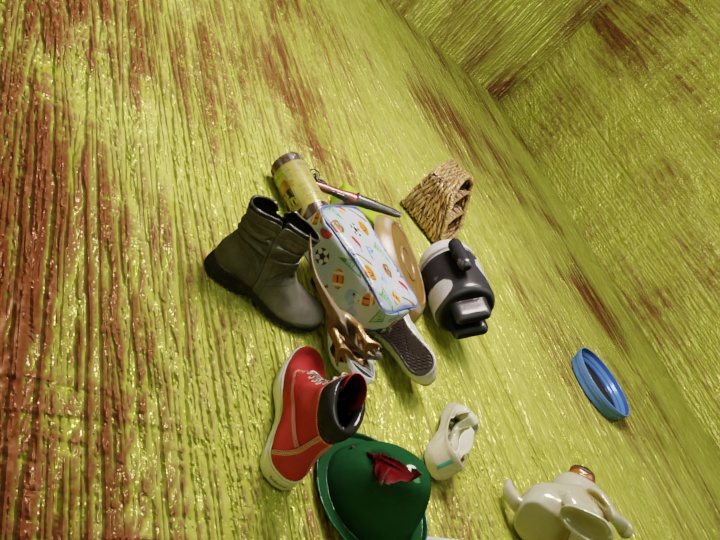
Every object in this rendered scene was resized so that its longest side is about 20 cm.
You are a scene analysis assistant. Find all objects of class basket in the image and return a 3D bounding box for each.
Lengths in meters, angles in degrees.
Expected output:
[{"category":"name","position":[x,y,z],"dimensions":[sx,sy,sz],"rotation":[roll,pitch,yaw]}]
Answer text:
[{"category":"basket","position":[0.210,-0.163,1.551],"dimensions":[0.150,0.142,0.199],"rotation":[50,26,4]}]

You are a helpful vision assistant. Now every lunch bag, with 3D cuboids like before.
[{"category":"lunch bag","position":[0.000,0.000,0.976],"dimensions":[0.202,0.075,0.159],"rotation":[60,23,12]}]

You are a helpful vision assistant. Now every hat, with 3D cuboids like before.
[{"category":"hat","position":[0.059,0.217,0.746],"dimensions":[0.163,0.177,0.202],"rotation":[26,30,-22]}]

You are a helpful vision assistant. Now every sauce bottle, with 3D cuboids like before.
[{"category":"sauce bottle","position":[-0.084,-0.102,1.091],"dimensions":[0.064,0.065,0.202],"rotation":[6,49,-55]}]

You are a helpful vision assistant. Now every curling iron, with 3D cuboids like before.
[{"category":"curling iron","position":[-0.013,-0.136,1.184],"dimensions":[0.196,0.026,0.050],"rotation":[19,37,-14]}]

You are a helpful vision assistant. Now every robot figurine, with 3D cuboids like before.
[{"category":"robot figurine","position":[0.183,0.033,1.254],"dimensions":[0.123,0.151,0.202],"rotation":[23,32,-34]}]

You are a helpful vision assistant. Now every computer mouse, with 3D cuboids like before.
[{"category":"computer mouse","position":[-0.025,0.092,0.959],"dimensions":[0.109,0.044,0.202],"rotation":[43,21,-31]}]

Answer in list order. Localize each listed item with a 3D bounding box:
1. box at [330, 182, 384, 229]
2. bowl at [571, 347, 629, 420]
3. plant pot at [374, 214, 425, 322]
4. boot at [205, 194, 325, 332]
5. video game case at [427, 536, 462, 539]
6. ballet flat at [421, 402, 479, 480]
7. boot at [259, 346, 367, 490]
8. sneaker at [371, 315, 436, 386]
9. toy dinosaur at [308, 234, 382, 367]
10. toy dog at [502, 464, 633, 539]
[{"category":"box","position":[-0.001,-0.062,1.190],"dimensions":[0.121,0.048,0.202],"rotation":[37,29,-23]},{"category":"bowl","position":[0.625,0.298,1.725],"dimensions":[0.199,0.039,0.203],"rotation":[37,29,-25]},{"category":"plant pot","position":[0.077,-0.009,1.188],"dimensions":[0.200,0.027,0.204],"rotation":[-20,91,-74]},{"category":"boot","position":[-0.094,-0.003,0.870],"dimensions":[0.198,0.130,0.068],"rotation":[34,29,-30]},{"category":"video game case","position":[0.122,0.415,0.791],"dimensions":[0.198,0.023,0.184],"rotation":[26,35,-41]},{"category":"ballet flat","position":[0.150,0.249,1.004],"dimensions":[0.070,0.069,0.200],"rotation":[49,26,0]},{"category":"boot","position":[-0.040,0.136,0.762],"dimensions":[0.072,0.144,0.202],"rotation":[36,27,-19]},{"category":"sneaker","position":[0.057,0.104,1.068],"dimensions":[0.202,0.072,0.085],"rotation":[59,-3,30]},{"category":"toy dinosaur","position":[-0.028,0.067,0.840],"dimensions":[0.202,0.060,0.106],"rotation":[62,-6,-35]},{"category":"toy dog","position":[0.328,0.394,1.052],"dimensions":[0.191,0.143,0.198],"rotation":[21,13,32]}]
